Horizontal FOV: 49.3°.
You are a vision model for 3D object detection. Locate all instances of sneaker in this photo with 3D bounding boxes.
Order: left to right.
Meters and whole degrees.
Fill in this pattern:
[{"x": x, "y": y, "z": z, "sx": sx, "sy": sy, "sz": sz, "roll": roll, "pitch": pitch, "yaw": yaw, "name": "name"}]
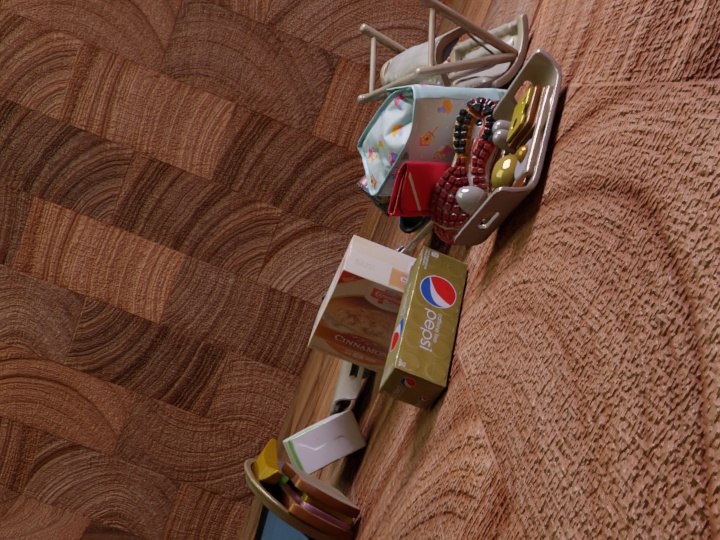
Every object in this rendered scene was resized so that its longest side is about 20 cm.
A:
[{"x": 0.116, "y": -0.137, "z": 1.368, "sx": 0.089, "sy": 0.078, "sz": 0.201, "roll": -57, "pitch": -11, "yaw": -42, "name": "sneaker"}, {"x": 0.157, "y": -0.131, "z": 1.080, "sx": 0.082, "sy": 0.077, "sz": 0.202, "roll": -1, "pitch": -69, "yaw": -67, "name": "sneaker"}]

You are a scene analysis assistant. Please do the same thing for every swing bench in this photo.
[{"x": 0.126, "y": -0.331, "z": 1.235, "sx": 0.199, "sy": 0.198, "sz": 0.131, "roll": 0, "pitch": 88, "yaw": 63, "name": "swing bench"}]

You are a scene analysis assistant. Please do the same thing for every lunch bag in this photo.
[{"x": 0.109, "y": -0.204, "z": 1.167, "sx": 0.200, "sy": 0.169, "sz": 0.123, "roll": 123, "pitch": 138, "yaw": -52, "name": "lunch bag"}]

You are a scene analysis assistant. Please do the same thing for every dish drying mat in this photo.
[{"x": 0.108, "y": -0.113, "z": 1.100, "sx": 0.199, "sy": 0.018, "sz": 0.077, "roll": -7, "pitch": -66, "yaw": -53, "name": "dish drying mat"}]

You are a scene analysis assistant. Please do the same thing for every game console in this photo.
[{"x": -0.126, "y": 0.472, "z": 1.247, "sx": 0.118, "sy": 0.170, "sz": 0.201, "roll": -37, "pitch": -27, "yaw": -43, "name": "game console"}]

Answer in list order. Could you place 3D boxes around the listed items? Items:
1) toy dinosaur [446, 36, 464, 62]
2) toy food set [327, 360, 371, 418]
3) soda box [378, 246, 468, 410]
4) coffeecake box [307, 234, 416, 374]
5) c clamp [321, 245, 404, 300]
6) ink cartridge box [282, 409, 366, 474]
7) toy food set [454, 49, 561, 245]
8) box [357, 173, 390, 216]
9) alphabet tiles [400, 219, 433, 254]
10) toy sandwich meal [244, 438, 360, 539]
[{"x": 0.163, "y": -0.349, "z": 1.409, "sx": 0.199, "sy": 0.137, "sz": 0.102, "roll": -19, "pitch": 13, "yaw": 26, "name": "toy dinosaur"}, {"x": -0.024, "y": 0.254, "z": 1.524, "sx": 0.144, "sy": 0.060, "sz": 0.201, "roll": -76, "pitch": 0, "yaw": -49, "name": "toy food set"}, {"x": 0.082, "y": 0.070, "z": 0.989, "sx": 0.064, "sy": 0.067, "sz": 0.201, "roll": 118, "pitch": 172, "yaw": -50, "name": "soda box"}, {"x": 0.024, "y": 0.060, "z": 1.168, "sx": 0.201, "sy": 0.152, "sz": 0.073, "roll": 116, "pitch": 173, "yaw": -48, "name": "coffeecake box"}, {"x": 0.000, "y": 0.000, "z": 1.361, "sx": 0.170, "sy": 0.027, "sz": 0.200, "roll": -35, "pitch": -1, "yaw": 4, "name": "c clamp"}, {"x": -0.068, "y": 0.299, "z": 1.362, "sx": 0.116, "sy": 0.068, "sz": 0.200, "roll": -24, "pitch": -8, "yaw": -15, "name": "ink cartridge box"}, {"x": 0.165, "y": -0.140, "z": 0.915, "sx": 0.144, "sy": 0.060, "sz": 0.201, "roll": 121, "pitch": 168, "yaw": -65, "name": "toy food set"}, {"x": 0.090, "y": -0.210, "z": 1.528, "sx": 0.200, "sy": 0.038, "sz": 0.137, "roll": -48, "pitch": -22, "yaw": 0, "name": "box"}, {"x": 0.100, "y": -0.058, "z": 1.309, "sx": 0.167, "sy": 0.008, "sz": 0.200, "roll": -46, "pitch": 1, "yaw": -10, "name": "alphabet tiles"}, {"x": -0.084, "y": 0.323, "z": 1.162, "sx": 0.070, "sy": 0.204, "sz": 0.205, "roll": -55, "pitch": 5, "yaw": -1, "name": "toy sandwich meal"}]
